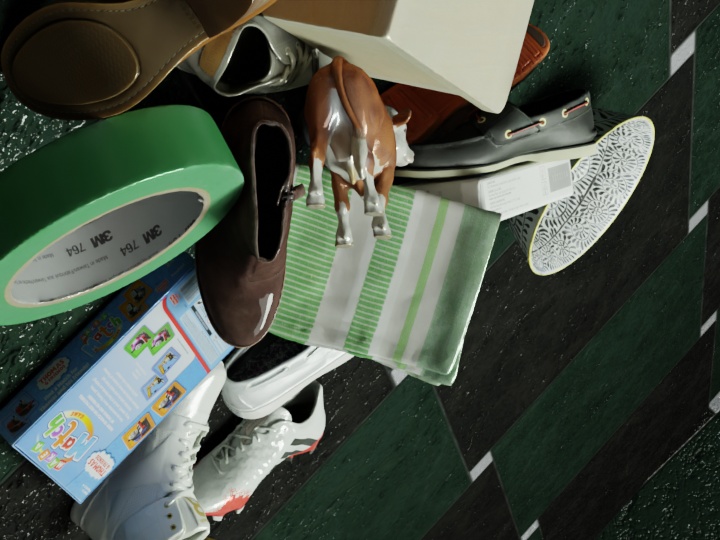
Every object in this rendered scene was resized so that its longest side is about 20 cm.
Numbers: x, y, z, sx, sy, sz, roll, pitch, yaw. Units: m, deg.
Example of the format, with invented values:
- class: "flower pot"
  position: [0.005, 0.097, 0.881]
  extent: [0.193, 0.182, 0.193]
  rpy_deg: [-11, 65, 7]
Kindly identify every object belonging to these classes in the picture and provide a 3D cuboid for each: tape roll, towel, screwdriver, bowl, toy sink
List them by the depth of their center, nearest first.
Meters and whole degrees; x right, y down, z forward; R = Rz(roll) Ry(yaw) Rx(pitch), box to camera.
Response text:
- class: "tape roll"
  position: [-0.174, -0.033, 0.938]
  extent: [0.200, 0.048, 0.200]
  rpy_deg: [-29, 169, -6]
- class: "toy sink"
  position: [0.033, -0.206, 1.026]
  extent: [0.200, 0.112, 0.131]
  rpy_deg: [17, 88, -60]
- class: "screwdriver"
  position: [-0.030, -0.133, 1.089]
  extent: [0.029, 0.028, 0.200]
  rpy_deg: [-13, 168, -9]
- class: "towel"
  position: [0.000, 0.000, 1.178]
  extent: [0.023, 0.199, 0.153]
  rpy_deg: [-70, 175, -78]
- class: "bowl"
  position: [0.213, -0.103, 1.524]
  extent: [0.200, 0.094, 0.201]
  rpy_deg: [-39, 152, -25]

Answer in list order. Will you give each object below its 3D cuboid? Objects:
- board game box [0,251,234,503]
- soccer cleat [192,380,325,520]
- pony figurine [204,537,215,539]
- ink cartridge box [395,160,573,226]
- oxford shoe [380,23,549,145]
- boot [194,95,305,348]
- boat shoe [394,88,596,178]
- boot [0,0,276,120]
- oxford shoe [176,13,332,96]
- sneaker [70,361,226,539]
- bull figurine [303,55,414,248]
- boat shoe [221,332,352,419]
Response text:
- class: "board game box"
  position: [-0.193, 0.087, 1.173]
  extent: [0.200, 0.037, 0.151]
  rpy_deg: [-46, 155, -13]
- class: "soccer cleat"
  position: [-0.105, 0.172, 1.409]
  extent: [0.200, 0.068, 0.086]
  rpy_deg: [-29, 139, -45]
- class: "pony figurine"
  position: [-0.195, 0.353, 1.392]
  extent: [0.201, 0.192, 0.167]
  rpy_deg: [-68, 159, -7]
- class: "ink cartridge box"
  position: [0.076, -0.066, 1.301]
  extent: [0.200, 0.175, 0.045]
  rpy_deg: [-19, 103, -58]
- class: "oxford shoe"
  position: [0.083, -0.154, 1.277]
  extent: [0.199, 0.071, 0.073]
  rpy_deg: [-32, 155, -14]
- class: "boot"
  position: [-0.082, -0.023, 1.040]
  extent: [0.166, 0.072, 0.201]
  rpy_deg: [-120, -147, -75]
- class: "boat shoe"
  position: [0.114, -0.116, 1.232]
  extent: [0.200, 0.074, 0.064]
  rpy_deg: [-13, 104, -24]
- class: "boot"
  position: [-0.115, -0.166, 0.891]
  extent: [0.199, 0.074, 0.155]
  rpy_deg: [-16, -159, 25]
- class: "oxford shoe"
  position: [-0.064, -0.155, 1.036]
  extent: [0.200, 0.058, 0.075]
  rpy_deg: [-6, 127, -60]
- class: "sneaker"
  position: [-0.157, 0.178, 1.265]
  extent: [0.200, 0.115, 0.074]
  rpy_deg: [-55, 153, 5]
- class: "bull figurine"
  position: [-0.002, -0.088, 1.079]
  extent: [0.200, 0.065, 0.122]
  rpy_deg: [42, 45, -71]
- class: "boat shoe"
  position: [-0.051, 0.055, 1.341]
  extent: [0.199, 0.072, 0.069]
  rpy_deg: [-33, 151, -14]
